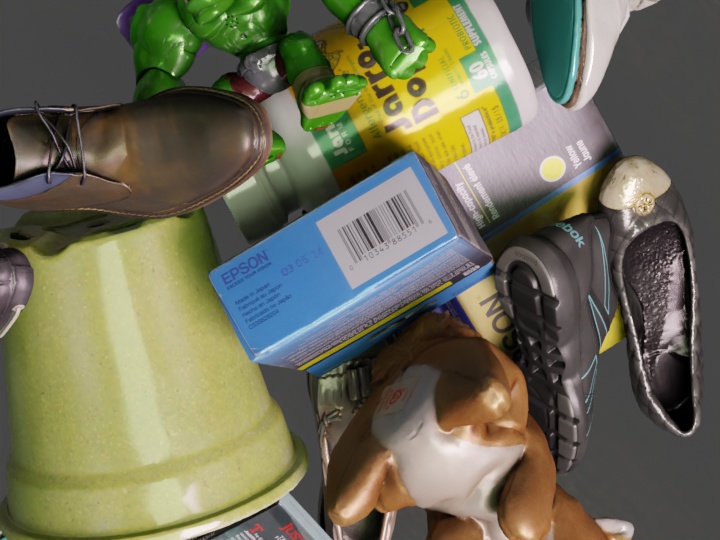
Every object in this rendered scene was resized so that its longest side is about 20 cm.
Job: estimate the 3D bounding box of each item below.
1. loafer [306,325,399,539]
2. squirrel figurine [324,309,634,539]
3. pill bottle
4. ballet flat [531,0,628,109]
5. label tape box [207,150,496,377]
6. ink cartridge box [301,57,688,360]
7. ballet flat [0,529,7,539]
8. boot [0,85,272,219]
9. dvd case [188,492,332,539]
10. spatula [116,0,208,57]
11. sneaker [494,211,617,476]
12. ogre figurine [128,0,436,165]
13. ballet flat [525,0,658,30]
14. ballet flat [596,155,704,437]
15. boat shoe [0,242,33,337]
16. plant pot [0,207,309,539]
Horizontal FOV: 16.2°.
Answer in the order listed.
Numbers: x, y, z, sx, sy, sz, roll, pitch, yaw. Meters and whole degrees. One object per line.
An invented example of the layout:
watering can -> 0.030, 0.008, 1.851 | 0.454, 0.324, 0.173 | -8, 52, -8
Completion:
loafer -> 0.002, 0.116, 1.683 | 0.072, 0.063, 0.201 | -3, 116, -5
squirrel figurine -> 0.086, 0.128, 1.597 | 0.141, 0.200, 0.187 | -42, 112, 15
pill bottle -> 0.000, -0.099, 1.561 | 0.199, 0.113, 0.113 | -27, 118, -2
ballet flat -> 0.135, -0.199, 1.535 | 0.069, 0.069, 0.201 | -9, 83, -12
label tape box -> 0.000, 0.000, 1.545 | 0.144, 0.200, 0.063 | -30, 81, 6
ink cartridge box -> 0.095, -0.013, 1.666 | 0.200, 0.047, 0.198 | -34, 119, -1
ballet flat -> -0.188, 0.179, 1.667 | 0.199, 0.069, 0.070 | -25, 118, 0
boot -> -0.150, -0.062, 1.429 | 0.097, 0.199, 0.075 | -9, 91, -55
dvd case -> -0.091, 0.237, 1.704 | 0.200, 0.022, 0.146 | -29, 120, 23
spatula -> -0.059, -0.195, 1.553 | 0.200, 0.021, 0.057 | -36, 116, 2
sneaker -> 0.137, 0.049, 1.641 | 0.079, 0.075, 0.201 | -36, 141, -33
ogre figurine -> -0.065, -0.128, 1.477 | 0.098, 0.120, 0.200 | -5, 157, -47
ballet flat -> 0.188, -0.214, 1.587 | 0.200, 0.073, 0.073 | -42, 118, 6
ballet flat -> 0.199, 0.016, 1.654 | 0.066, 0.057, 0.201 | -19, 117, -9
boat shoe -> -0.256, 0.029, 1.526 | 0.060, 0.200, 0.074 | -8, 74, -31
plant pot -> -0.144, 0.050, 1.560 | 0.199, 0.200, 0.185 | -13, 105, -10
